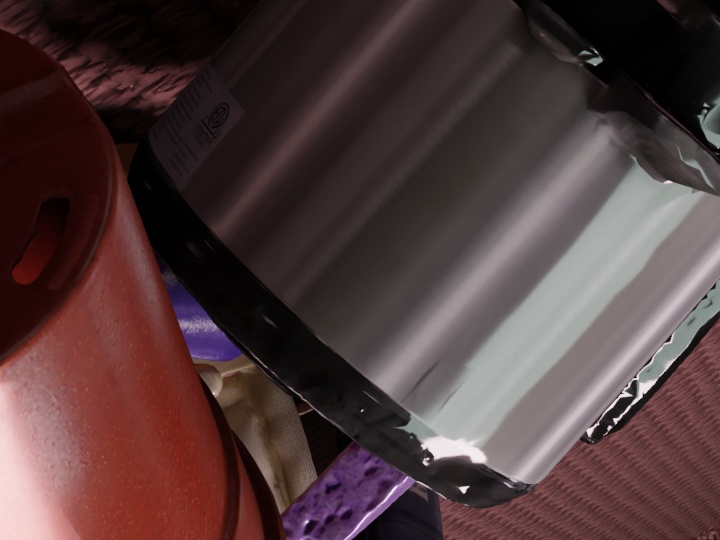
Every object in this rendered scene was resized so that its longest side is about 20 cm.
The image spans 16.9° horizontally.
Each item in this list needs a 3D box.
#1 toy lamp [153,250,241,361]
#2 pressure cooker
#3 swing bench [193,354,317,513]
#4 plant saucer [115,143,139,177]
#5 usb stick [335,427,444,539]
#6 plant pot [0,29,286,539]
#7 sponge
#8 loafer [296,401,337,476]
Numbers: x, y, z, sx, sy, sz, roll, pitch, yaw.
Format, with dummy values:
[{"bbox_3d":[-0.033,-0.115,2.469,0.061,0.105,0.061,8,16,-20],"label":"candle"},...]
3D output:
[{"bbox_3d":[0.000,0.000,0.902,0.200,0.058,0.058,-5,156,-21],"label":"toy lamp"},{"bbox_3d":[0.047,-0.046,0.770,0.200,0.176,0.179,-49,159,7],"label":"pressure cooker"},{"bbox_3d":[-0.078,0.142,1.041,0.130,0.199,0.200,-17,180,7],"label":"swing bench"},{"bbox_3d":[-0.146,0.011,0.895,0.200,0.032,0.200,-28,165,-8],"label":"plant saucer"},{"bbox_3d":[0.013,0.089,1.124,0.055,0.200,0.033,26,131,-33],"label":"usb stick"},{"bbox_3d":[-0.130,0.042,0.706,0.201,0.201,0.195,-26,142,-15],"label":"plant pot"},{"bbox_3d":[0.038,0.052,1.022,0.112,0.030,0.200,-49,174,20],"label":"sponge"},{"bbox_3d":[-0.057,0.123,1.337,0.200,0.076,0.067,-44,161,10],"label":"loafer"}]
